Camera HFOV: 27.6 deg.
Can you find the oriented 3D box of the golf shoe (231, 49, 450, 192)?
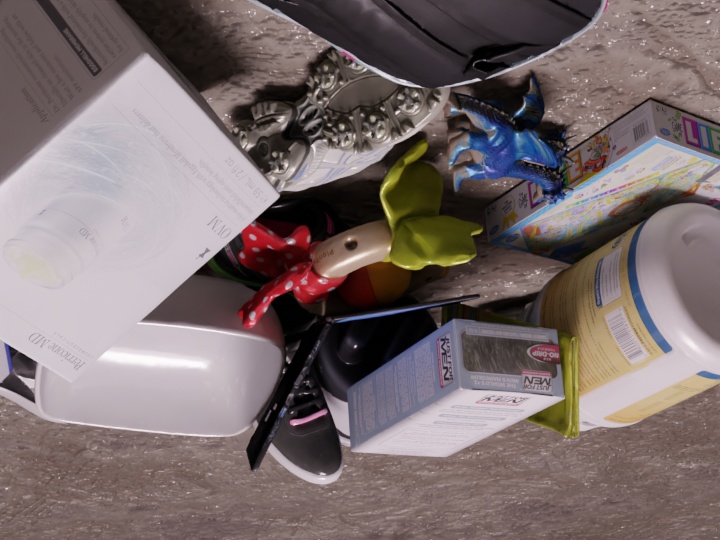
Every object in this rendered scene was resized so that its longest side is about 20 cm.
[{"bbox_3d":[-0.002,-0.110,1.056,0.199,0.079,0.097,-18,169,40],"label":"golf shoe"}]

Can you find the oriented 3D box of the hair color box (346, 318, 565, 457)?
[{"bbox_3d":[0.075,0.103,1.226,0.098,0.061,0.200,6,158,-25],"label":"hair color box"}]

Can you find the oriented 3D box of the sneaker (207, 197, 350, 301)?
[{"bbox_3d":[-0.034,-0.014,1.226,0.198,0.078,0.084,9,156,-28],"label":"sneaker"}]

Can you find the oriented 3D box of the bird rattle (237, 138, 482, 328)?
[{"bbox_3d":[0.000,0.000,1.150,0.199,0.113,0.163,-30,156,3],"label":"bird rattle"}]

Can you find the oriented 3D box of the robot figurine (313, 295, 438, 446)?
[{"bbox_3d":[0.009,0.095,1.401,0.124,0.151,0.200,-18,159,-18],"label":"robot figurine"}]

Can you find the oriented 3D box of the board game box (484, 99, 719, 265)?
[{"bbox_3d":[0.216,-0.063,1.206,0.133,0.035,0.200,14,149,-33],"label":"board game box"}]

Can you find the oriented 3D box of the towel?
[{"bbox_3d":[0.124,0.082,1.256,0.018,0.087,0.200,-8,-169,-26],"label":"towel"}]

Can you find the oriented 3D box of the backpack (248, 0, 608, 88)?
[{"bbox_3d":[0.035,-0.189,0.775,0.176,0.152,0.199,-20,144,36],"label":"backpack"}]

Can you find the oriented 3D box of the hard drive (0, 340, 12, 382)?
[{"bbox_3d":[-0.346,0.010,1.202,0.132,0.025,0.200,38,155,9],"label":"hard drive"}]

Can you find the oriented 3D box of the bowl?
[{"bbox_3d":[-0.169,0.063,1.227,0.198,0.075,0.200,7,150,-15],"label":"bowl"}]

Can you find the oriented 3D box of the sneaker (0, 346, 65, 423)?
[{"bbox_3d":[-0.333,0.057,1.360,0.198,0.073,0.112,22,121,-16],"label":"sneaker"}]

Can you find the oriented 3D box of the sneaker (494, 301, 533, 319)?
[{"bbox_3d":[0.154,0.091,1.493,0.089,0.067,0.200,-5,151,9],"label":"sneaker"}]

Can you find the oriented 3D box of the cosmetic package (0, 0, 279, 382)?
[{"bbox_3d":[-0.191,-0.060,0.949,0.200,0.123,0.199,-40,149,2],"label":"cosmetic package"}]

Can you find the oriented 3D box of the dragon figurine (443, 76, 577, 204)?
[{"bbox_3d":[0.111,-0.102,1.076,0.098,0.059,0.200,-8,158,6],"label":"dragon figurine"}]

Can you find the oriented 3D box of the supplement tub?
[{"bbox_3d":[0.232,0.046,1.226,0.143,0.146,0.200,12,151,-31],"label":"supplement tub"}]

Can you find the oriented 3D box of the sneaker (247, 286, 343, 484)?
[{"bbox_3d":[-0.064,0.090,1.314,0.070,0.201,0.099,-16,156,-27],"label":"sneaker"}]

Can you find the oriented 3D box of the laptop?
[{"bbox_3d":[-0.005,0.089,1.200,0.103,0.201,0.177,28,174,-3],"label":"laptop"}]
